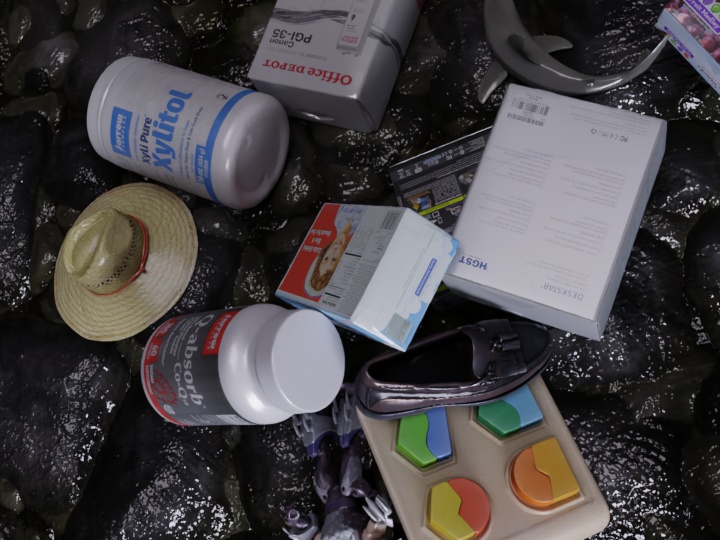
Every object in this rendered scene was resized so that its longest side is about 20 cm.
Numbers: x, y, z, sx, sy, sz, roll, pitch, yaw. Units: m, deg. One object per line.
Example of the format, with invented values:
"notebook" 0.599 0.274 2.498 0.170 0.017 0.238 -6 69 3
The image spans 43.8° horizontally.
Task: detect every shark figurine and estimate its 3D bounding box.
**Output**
"shark figurine" 0.199 -0.226 0.940 0.214 0.089 0.129 29 85 25

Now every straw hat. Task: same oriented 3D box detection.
"straw hat" -0.293 -0.022 1.029 0.199 0.085 0.203 -5 72 16

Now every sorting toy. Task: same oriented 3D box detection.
"sorting toy" 0.113 0.175 0.836 0.184 0.037 0.201 -19 69 -11

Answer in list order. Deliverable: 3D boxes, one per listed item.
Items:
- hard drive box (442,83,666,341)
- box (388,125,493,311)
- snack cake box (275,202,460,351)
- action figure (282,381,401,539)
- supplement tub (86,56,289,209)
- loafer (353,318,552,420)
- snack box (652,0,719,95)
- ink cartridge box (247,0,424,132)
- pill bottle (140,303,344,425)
"hard drive box" 0.182 -0.057 0.847 0.155 0.077 0.201 19 80 22
"box" 0.144 -0.067 0.929 0.199 0.044 0.161 -21 69 11
"snack cake box" 0.000 0.000 0.879 0.116 0.067 0.200 -63 24 -6
"action figure" -0.022 0.215 0.874 0.130 0.069 0.201 -24 58 29
"supplement tub" -0.193 -0.158 1.017 0.199 0.132 0.133 19 80 22
"loafer" 0.090 0.087 0.831 0.198 0.063 0.072 -15 60 -9
"snack box" 0.406 -0.220 0.860 0.142 0.053 0.200 -42 85 0
"ink cartridge box" -0.022 -0.276 1.025 0.146 0.083 0.201 15 78 21
"pill bottle" -0.117 0.093 0.884 0.199 0.115 0.117 -10 68 42
